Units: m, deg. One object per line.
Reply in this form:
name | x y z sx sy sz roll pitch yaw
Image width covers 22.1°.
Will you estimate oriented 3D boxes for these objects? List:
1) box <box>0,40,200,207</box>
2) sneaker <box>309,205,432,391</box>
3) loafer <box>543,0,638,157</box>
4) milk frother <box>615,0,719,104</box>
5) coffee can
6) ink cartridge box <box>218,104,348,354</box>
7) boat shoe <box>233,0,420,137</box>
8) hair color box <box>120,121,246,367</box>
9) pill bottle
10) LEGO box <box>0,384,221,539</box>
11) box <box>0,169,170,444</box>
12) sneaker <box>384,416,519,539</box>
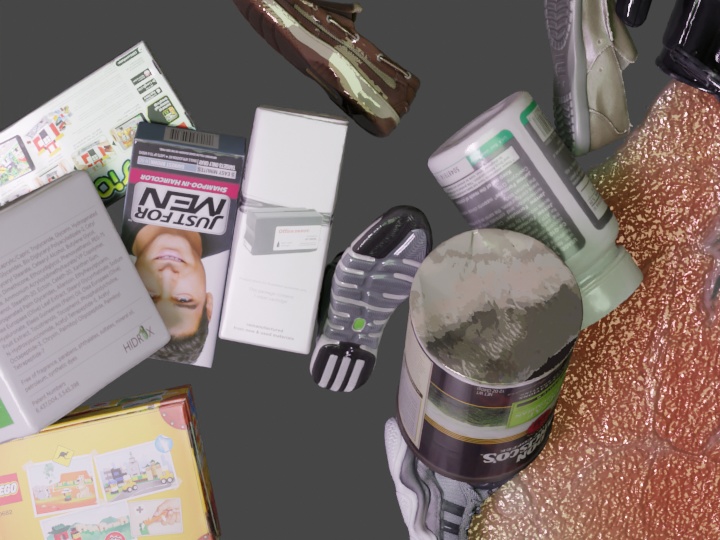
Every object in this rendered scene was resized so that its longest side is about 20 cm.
box | -0.250 -0.108 1.657 0.199 0.035 0.111 -32 97 1
sneaker | 0.000 0.000 1.634 0.074 0.116 0.201 16 123 -17
loafer | 0.210 -0.205 1.657 0.069 0.075 0.202 -5 102 -14
milk frother | 0.334 -0.234 1.561 0.179 0.200 0.190 6 112 -30
coffee can | 0.107 0.077 1.589 0.145 0.201 0.148 1 60 -2
ink cartridge box | -0.067 -0.041 1.618 0.083 0.145 0.202 10 96 -4
boat shoe | -0.030 -0.212 1.644 0.202 0.075 0.075 44 79 -13
hair color box | -0.164 -0.022 1.635 0.098 0.061 0.202 8 110 -5
pill bottle | 0.159 -0.049 1.644 0.113 0.113 0.201 -35 97 2
LEGO box | -0.238 0.200 1.671 0.198 0.077 0.151 -11 97 -1
box | -0.314 0.048 1.556 0.198 0.200 0.173 -21 98 37
sneaker | 0.096 0.220 1.690 0.113 0.075 0.202 -16 95 2
